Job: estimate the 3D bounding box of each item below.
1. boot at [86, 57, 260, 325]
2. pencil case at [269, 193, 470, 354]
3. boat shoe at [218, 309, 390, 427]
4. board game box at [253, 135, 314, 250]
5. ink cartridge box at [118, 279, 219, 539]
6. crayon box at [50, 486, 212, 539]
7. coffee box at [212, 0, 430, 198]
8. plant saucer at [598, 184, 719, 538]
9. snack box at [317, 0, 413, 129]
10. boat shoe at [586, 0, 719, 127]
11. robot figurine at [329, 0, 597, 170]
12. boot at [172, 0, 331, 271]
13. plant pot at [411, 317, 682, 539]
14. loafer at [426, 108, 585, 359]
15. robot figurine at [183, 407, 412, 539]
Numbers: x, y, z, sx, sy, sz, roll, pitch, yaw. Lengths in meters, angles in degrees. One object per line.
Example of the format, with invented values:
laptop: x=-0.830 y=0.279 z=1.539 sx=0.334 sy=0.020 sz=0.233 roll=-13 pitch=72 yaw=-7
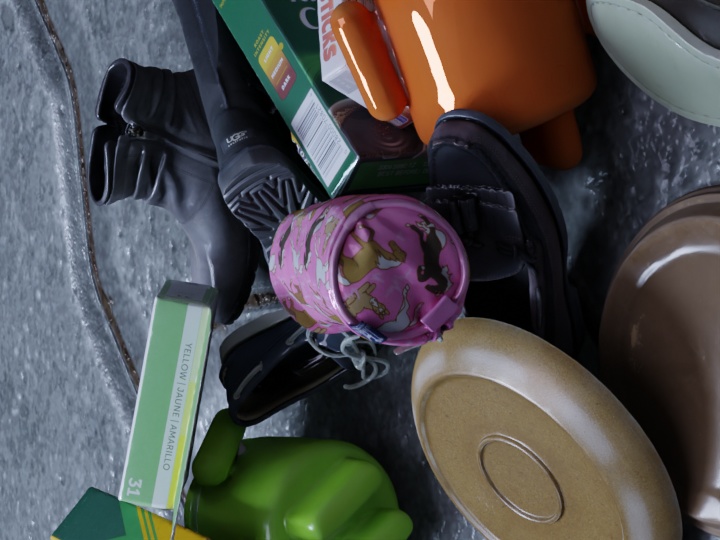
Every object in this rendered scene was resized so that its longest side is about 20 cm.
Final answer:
boot: x=-0.142 y=-0.055 z=1.227 sx=0.069 sy=0.131 sz=0.203 roll=14 pitch=106 yaw=49
pencil case: x=0.000 y=0.000 z=0.988 sx=0.200 sy=0.082 sz=0.088 roll=-173 pitch=88 yaw=-76
boat shoe: x=-0.016 y=0.044 z=1.134 sx=0.198 sy=0.075 sz=0.062 roll=-26 pitch=51 yaw=23
board game box: x=-0.057 y=-0.088 z=1.242 sx=0.201 sy=0.028 sz=0.136 roll=53 pitch=132 yaw=34
ink cartridge box: x=-0.130 y=0.091 z=1.139 sx=0.200 sy=0.047 sz=0.148 roll=-102 pitch=23 yaw=-84
crayon box: x=-0.118 y=0.226 z=1.162 sx=0.199 sy=0.052 sz=0.126 roll=11 pitch=146 yaw=53
coffee box: x=-0.009 y=-0.136 z=1.102 sx=0.201 sy=0.122 sz=0.044 roll=60 pitch=137 yaw=29
plant saucer: x=0.202 y=0.054 z=0.935 sx=0.199 sy=0.029 sz=0.203 roll=8 pitch=100 yaw=51
snack box: x=0.003 y=-0.189 z=1.065 sx=0.024 sy=0.072 sz=0.202 roll=-29 pitch=50 yaw=35
boat shoe: x=0.201 y=-0.116 z=0.891 sx=0.201 sy=0.060 sz=0.072 roll=38 pitch=162 yaw=47
robot figurine: x=0.071 y=-0.150 z=0.985 sx=0.142 sy=0.117 sz=0.202 roll=-13 pitch=104 yaw=30
boot: x=-0.066 y=-0.097 z=1.160 sx=0.165 sy=0.065 sz=0.201 roll=60 pitch=-173 yaw=-51
plant pot: x=0.101 y=0.118 z=0.999 sx=0.199 sy=0.027 sz=0.201 roll=34 pitch=146 yaw=26
loafer: x=0.082 y=-0.001 z=0.972 sx=0.071 sy=0.063 sz=0.201 roll=8 pitch=140 yaw=34
robot figurine: x=-0.050 y=0.178 z=1.195 sx=0.199 sy=0.116 sz=0.176 roll=-5 pitch=123 yaw=56
